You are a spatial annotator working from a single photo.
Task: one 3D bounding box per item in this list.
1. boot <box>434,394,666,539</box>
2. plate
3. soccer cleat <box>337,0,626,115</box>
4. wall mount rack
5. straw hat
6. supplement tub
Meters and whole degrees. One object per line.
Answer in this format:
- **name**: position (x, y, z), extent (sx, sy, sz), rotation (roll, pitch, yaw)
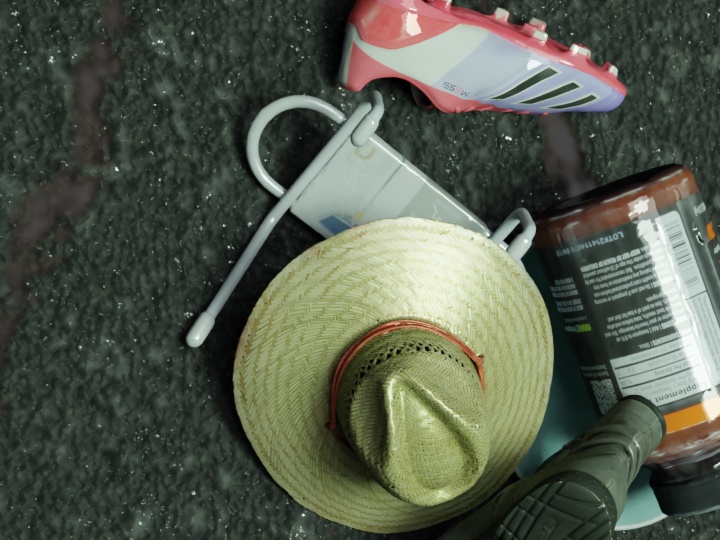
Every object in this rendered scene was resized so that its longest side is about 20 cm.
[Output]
- **boot**: position (0.092, 0.155, 0.976), extent (0.068, 0.200, 0.131), rotation (52, 30, 1)
- **plate**: position (0.157, 0.065, 1.079), extent (0.199, 0.026, 0.201), rotation (4, 82, -28)
- **soccer cleat**: position (0.076, -0.125, 1.047), extent (0.199, 0.067, 0.077), rotation (15, 108, -31)
- **wall mount rack**: position (0.000, 0.000, 0.976), extent (0.200, 0.075, 0.174), rotation (37, 105, -13)
- **straw hat**: position (0.031, 0.079, 0.924), extent (0.200, 0.085, 0.202), rotation (-4, 114, -9)
- **supplement tub**: position (0.183, 0.044, 1.021), extent (0.107, 0.107, 0.201), rotation (-23, 95, -28)
